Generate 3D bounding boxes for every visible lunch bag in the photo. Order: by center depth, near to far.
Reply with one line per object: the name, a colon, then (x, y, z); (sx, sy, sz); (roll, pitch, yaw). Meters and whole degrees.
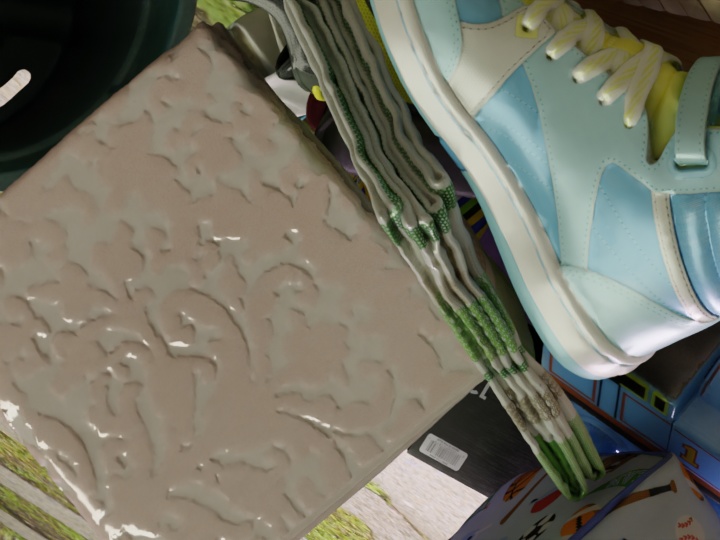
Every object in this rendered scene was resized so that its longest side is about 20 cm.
lunch bag: (0.064, 0.152, 1.119); (0.076, 0.160, 0.200); (49, 156, -4)

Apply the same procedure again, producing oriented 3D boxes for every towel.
towel: (0.037, -0.015, 1.034); (0.200, 0.031, 0.149); (55, -171, -47)
towel: (-0.071, 0.024, 1.142); (0.200, 0.191, 0.032); (51, -167, 2)

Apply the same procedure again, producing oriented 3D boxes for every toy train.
toy train: (0.165, 0.067, 1.118); (0.200, 0.087, 0.114); (36, 160, 19)

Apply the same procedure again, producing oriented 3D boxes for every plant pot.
plant pot: (-0.192, -0.137, 1.247); (0.200, 0.201, 0.196); (37, 172, -13)

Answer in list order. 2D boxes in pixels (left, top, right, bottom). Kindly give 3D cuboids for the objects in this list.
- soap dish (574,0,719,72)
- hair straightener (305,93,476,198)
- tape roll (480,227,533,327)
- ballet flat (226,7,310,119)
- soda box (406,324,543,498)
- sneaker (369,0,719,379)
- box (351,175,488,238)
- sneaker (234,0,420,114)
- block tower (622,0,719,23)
soap dish: (0.158, -0.041, 1.018); (0.200, 0.081, 0.157); (24, 162, 32)
hair straightener: (0.072, -0.033, 1.158); (0.199, 0.041, 0.077); (19, -153, -14)
tape roll: (0.069, 0.022, 1.371); (0.200, 0.085, 0.200); (31, 164, 10)
ballet flat: (-0.029, -0.101, 1.258); (0.069, 0.070, 0.200); (39, 159, -20)
soda box: (0.124, 0.095, 1.242); (0.200, 0.063, 0.071); (30, -159, -5)
sneaker: (0.092, -0.068, 0.911); (0.130, 0.080, 0.200); (-20, 108, 34)
box: (0.000, 0.000, 1.224); (0.064, 0.200, 0.070); (37, 164, -13)
sneaker: (0.012, -0.096, 1.102); (0.200, 0.085, 0.074); (43, -170, -13)
block tower: (0.080, -0.135, 0.942); (0.200, 0.054, 0.058); (19, 160, 43)
